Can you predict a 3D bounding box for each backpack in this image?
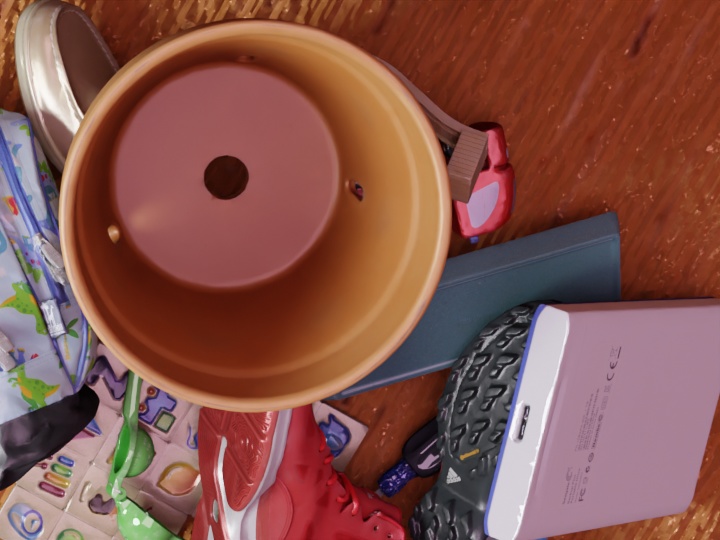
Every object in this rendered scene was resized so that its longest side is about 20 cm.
[{"bbox_3d":[-0.216,0.006,1.424,0.154,0.163,0.200,-36,96,-7],"label":"backpack"}]

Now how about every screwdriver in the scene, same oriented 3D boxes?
[{"bbox_3d":[0.001,0.143,1.524,0.200,0.029,0.028,-42,102,-1],"label":"screwdriver"}]

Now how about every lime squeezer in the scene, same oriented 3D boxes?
[{"bbox_3d":[-0.116,0.118,1.497,0.071,0.038,0.200,-19,99,4],"label":"lime squeezer"}]

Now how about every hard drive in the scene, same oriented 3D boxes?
[{"bbox_3d":[0.146,0.082,1.460,0.025,0.200,0.132,19,101,33],"label":"hard drive"}]

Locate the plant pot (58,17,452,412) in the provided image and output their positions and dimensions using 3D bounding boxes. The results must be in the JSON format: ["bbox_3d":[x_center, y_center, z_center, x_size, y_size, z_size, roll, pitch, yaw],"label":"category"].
[{"bbox_3d":[-0.063,-0.038,1.346,0.200,0.140,0.200,-2,101,-10],"label":"plant pot"}]

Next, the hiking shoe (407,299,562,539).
[{"bbox_3d":[0.090,0.101,1.495,0.087,0.074,0.200,-6,126,-46],"label":"hiking shoe"}]

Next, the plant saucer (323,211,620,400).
[{"bbox_3d":[0.065,0.023,1.478,0.200,0.019,0.070,-15,122,-19],"label":"plant saucer"}]

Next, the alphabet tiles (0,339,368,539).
[{"bbox_3d":[-0.099,0.109,1.521,0.167,0.008,0.200,30,96,-10],"label":"alphabet tiles"}]

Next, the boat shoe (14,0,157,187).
[{"bbox_3d":[-0.129,-0.064,1.439,0.065,0.072,0.200,-14,105,35],"label":"boat shoe"}]

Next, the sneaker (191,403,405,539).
[{"bbox_3d":[-0.029,0.112,1.461,0.115,0.078,0.200,-6,130,-28],"label":"sneaker"}]

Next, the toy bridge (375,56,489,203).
[{"bbox_3d":[-0.022,-0.097,1.452,0.200,0.027,0.067,17,61,11],"label":"toy bridge"}]

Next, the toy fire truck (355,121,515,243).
[{"bbox_3d":[0.000,0.000,1.484,0.200,0.049,0.141,-14,101,-6],"label":"toy fire truck"}]
